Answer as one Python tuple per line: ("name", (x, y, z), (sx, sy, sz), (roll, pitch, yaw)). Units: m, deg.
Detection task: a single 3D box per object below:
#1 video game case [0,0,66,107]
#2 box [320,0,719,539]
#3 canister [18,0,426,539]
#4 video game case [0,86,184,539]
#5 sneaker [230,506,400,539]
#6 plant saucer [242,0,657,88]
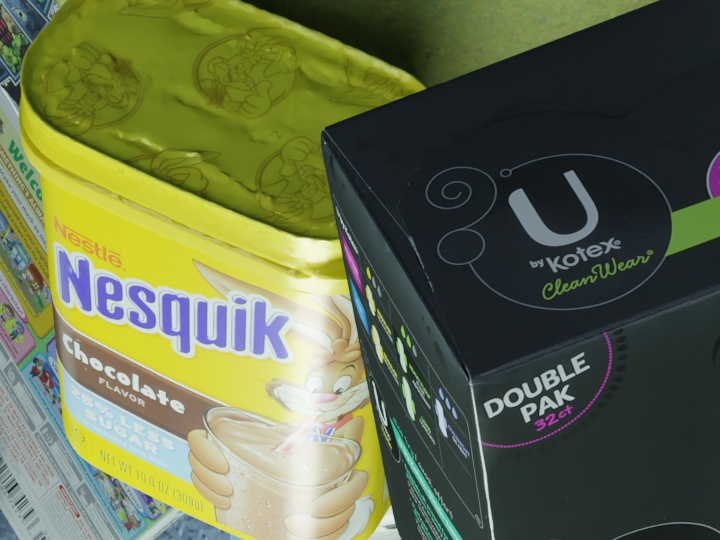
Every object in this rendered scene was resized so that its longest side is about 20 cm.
("video game case", (-0.091, -0.148, 1.025), (0.181, 0.036, 0.200), (47, 123, 16))
("box", (0.086, 0.037, 0.831), (0.201, 0.148, 0.125), (80, 166, -44))
("canister", (-0.046, 0.006, 0.944), (0.148, 0.087, 0.201), (23, 144, 15))
("video game case", (-0.141, 0.032, 1.157), (0.201, 0.022, 0.182), (58, 140, 8))
("sneaker", (0.019, 0.073, 1.057), (0.200, 0.072, 0.073), (-34, 77, 33))
("plant saucer", (0.039, -0.110, 0.937), (0.199, 0.048, 0.200), (-26, 124, 20))
